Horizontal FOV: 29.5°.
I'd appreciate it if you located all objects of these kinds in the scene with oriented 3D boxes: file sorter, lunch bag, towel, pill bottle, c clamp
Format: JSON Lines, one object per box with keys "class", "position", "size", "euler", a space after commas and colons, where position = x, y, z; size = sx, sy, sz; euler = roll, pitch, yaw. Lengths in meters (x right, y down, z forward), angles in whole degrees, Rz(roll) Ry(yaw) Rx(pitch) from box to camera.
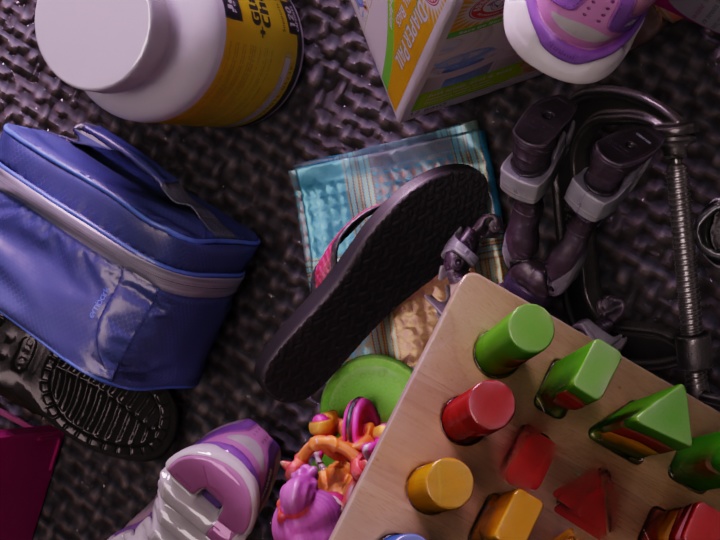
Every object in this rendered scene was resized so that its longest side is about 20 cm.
{"class": "file sorter", "position": [-0.335, 0.162, 0.968], "size": [0.124, 0.199, 0.141], "euler": [21, 96, 24]}
{"class": "lunch bag", "position": [-0.177, -0.022, 0.941], "size": [0.199, 0.136, 0.134], "euler": [31, 99, 21]}
{"class": "towel", "position": [0.032, 0.011, 0.918], "size": [0.145, 0.022, 0.203], "euler": [-11, 85, 22]}
{"class": "pill bottle", "position": [-0.121, -0.151, 0.884], "size": [0.110, 0.200, 0.114], "euler": [2, 95, 20]}
{"class": "c clamp", "position": [0.177, -0.014, 0.814], "size": [0.170, 0.027, 0.203], "euler": [-4, 98, 58]}

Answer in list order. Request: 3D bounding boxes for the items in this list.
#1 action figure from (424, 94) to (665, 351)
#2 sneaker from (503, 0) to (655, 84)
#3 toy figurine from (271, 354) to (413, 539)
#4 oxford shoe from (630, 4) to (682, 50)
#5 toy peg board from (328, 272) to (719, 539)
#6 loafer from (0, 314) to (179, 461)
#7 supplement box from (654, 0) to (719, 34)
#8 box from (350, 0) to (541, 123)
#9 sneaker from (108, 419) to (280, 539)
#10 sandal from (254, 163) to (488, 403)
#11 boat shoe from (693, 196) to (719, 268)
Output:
{"class": "action figure", "position": [0.108, -0.003, 0.819], "size": [0.129, 0.069, 0.202], "euler": [30, 131, 15]}
{"class": "sneaker", "position": [0.136, -0.193, 0.662], "size": [0.080, 0.088, 0.203], "euler": [21, 78, -4]}
{"class": "toy figurine", "position": [-0.011, 0.164, 0.833], "size": [0.148, 0.184, 0.203], "euler": [-3, 94, 20]}
{"class": "oxford shoe", "position": [0.128, -0.228, 0.860], "size": [0.073, 0.071, 0.202], "euler": [-35, 77, 21]}
{"class": "toy peg board", "position": [0.105, 0.126, 0.722], "size": [0.198, 0.098, 0.201], "euler": [29, 75, -1]}
{"class": "loafer", "position": [-0.218, 0.075, 0.997], "size": [0.198, 0.071, 0.074], "euler": [29, 79, 6]}
{"class": "supplement box", "position": [0.254, -0.174, 0.759], "size": [0.198, 0.101, 0.105], "euler": [24, 89, 4]}
{"class": "box", "position": [0.067, -0.180, 0.798], "size": [0.111, 0.200, 0.103], "euler": [-19, 80, -12]}
{"class": "sneaker", "position": [-0.114, 0.173, 0.940], "size": [0.080, 0.089, 0.201], "euler": [39, 125, 0]}
{"class": "sandal", "position": [0.000, 0.000, 0.884], "size": [0.200, 0.075, 0.045], "euler": [-46, 43, 10]}
{"class": "boat shoe", "position": [0.292, -0.036, 0.789], "size": [0.196, 0.068, 0.075], "euler": [-3, 88, 22]}
